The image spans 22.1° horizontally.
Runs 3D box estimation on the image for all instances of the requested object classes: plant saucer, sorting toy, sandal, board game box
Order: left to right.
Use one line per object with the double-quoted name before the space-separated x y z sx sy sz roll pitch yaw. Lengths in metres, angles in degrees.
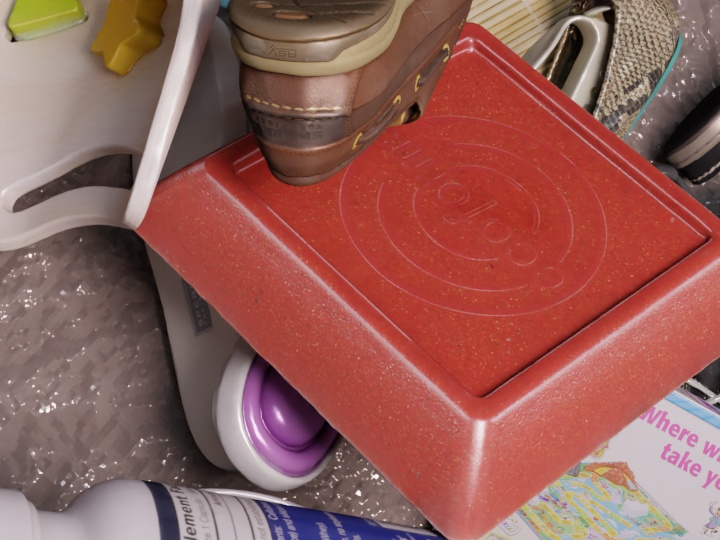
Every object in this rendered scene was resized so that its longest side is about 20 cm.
"sorting toy" -0.108 -0.099 0.749 0.106 0.199 0.182 25 68 -43
"sandal" 0.005 0.004 0.772 0.082 0.050 0.204 41 55 -29
"plant saucer" 0.042 -0.016 0.734 0.199 0.037 0.199 -31 61 -33
"board game box" 0.139 0.128 0.833 0.199 0.034 0.135 29 95 -15

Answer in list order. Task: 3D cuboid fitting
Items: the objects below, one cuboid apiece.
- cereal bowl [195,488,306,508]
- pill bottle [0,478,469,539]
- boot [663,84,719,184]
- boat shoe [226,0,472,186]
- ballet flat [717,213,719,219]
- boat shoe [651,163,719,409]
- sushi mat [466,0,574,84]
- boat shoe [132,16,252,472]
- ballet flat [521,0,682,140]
"cereal bowl" -0.065 0.189 0.730 0.198 0.083 0.202 6 75 -23
"pill bottle" -0.053 0.135 0.639 0.198 0.116 0.117 12 72 -20
"boot" 0.260 -0.057 0.949 0.199 0.073 0.151 -33 91 -33
"boat shoe" 0.000 -0.091 0.723 0.200 0.071 0.068 -50 145 -61
"ballet flat" 0.242 0.029 0.917 0.200 0.070 0.068 39 31 -21
"boat shoe" 0.145 0.050 0.870 0.071 0.068 0.202 -8 85 -26
"sushi mat" 0.047 -0.116 0.866 0.199 0.012 0.096 -32 93 -28
"boat shoe" -0.046 -0.015 0.803 0.068 0.072 0.202 -3 73 -42
"ballet flat" 0.082 -0.049 0.849 0.075 0.068 0.201 28 82 -33
